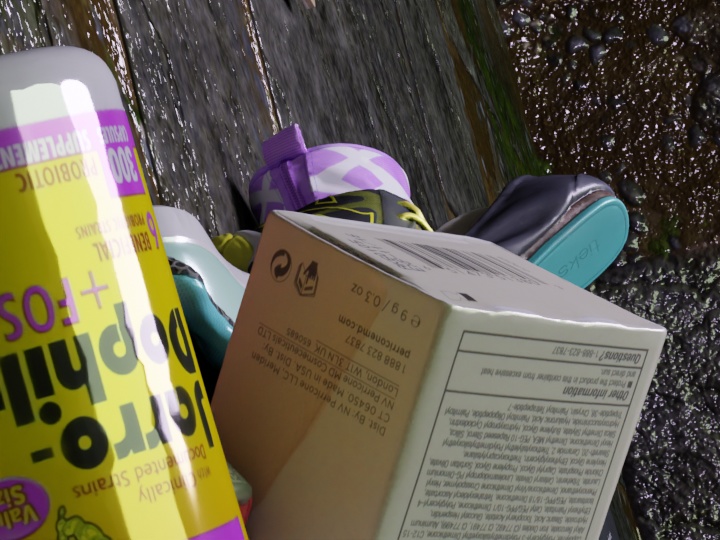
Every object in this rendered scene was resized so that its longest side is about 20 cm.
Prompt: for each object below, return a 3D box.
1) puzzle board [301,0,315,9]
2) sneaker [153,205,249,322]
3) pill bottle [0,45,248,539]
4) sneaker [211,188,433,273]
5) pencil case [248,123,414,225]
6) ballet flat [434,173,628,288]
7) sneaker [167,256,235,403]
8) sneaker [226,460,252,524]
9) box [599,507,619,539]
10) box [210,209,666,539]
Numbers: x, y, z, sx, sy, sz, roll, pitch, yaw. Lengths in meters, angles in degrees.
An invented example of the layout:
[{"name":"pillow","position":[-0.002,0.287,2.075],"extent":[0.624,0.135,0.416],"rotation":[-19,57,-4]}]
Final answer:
[{"name":"puzzle board","position":[-0.071,-0.256,1.616],"extent":[0.200,0.017,0.151],"rotation":[54,22,-65]},{"name":"sneaker","position":[-0.044,0.061,0.987],"extent":[0.200,0.074,0.119],"rotation":[37,34,-66]},{"name":"pill bottle","position":[-0.080,0.057,0.652],"extent":[0.104,0.104,0.201],"rotation":[-20,94,-82]},{"name":"sneaker","position":[0.000,0.000,1.144],"extent":[0.075,0.084,0.200],"rotation":[64,-16,-19]},{"name":"pencil case","position":[-0.003,0.036,1.305],"extent":[0.085,0.084,0.201],"rotation":[29,39,-44]},{"name":"ballet flat","position":[0.036,0.021,1.245],"extent":[0.073,0.200,0.073],"rotation":[33,-33,25]},{"name":"sneaker","position":[-0.041,0.074,0.842],"extent":[0.200,0.077,0.091],"rotation":[59,-19,-14]},{"name":"sneaker","position":[-0.067,0.050,0.751],"extent":[0.074,0.087,0.201],"rotation":[4,68,-58]},{"name":"box","position":[0.039,0.167,1.074],"extent":[0.124,0.148,0.201],"rotation":[-18,91,-83]},{"name":"box","position":[0.001,0.093,0.779],"extent":[0.095,0.078,0.201],"rotation":[9,104,-45]}]
